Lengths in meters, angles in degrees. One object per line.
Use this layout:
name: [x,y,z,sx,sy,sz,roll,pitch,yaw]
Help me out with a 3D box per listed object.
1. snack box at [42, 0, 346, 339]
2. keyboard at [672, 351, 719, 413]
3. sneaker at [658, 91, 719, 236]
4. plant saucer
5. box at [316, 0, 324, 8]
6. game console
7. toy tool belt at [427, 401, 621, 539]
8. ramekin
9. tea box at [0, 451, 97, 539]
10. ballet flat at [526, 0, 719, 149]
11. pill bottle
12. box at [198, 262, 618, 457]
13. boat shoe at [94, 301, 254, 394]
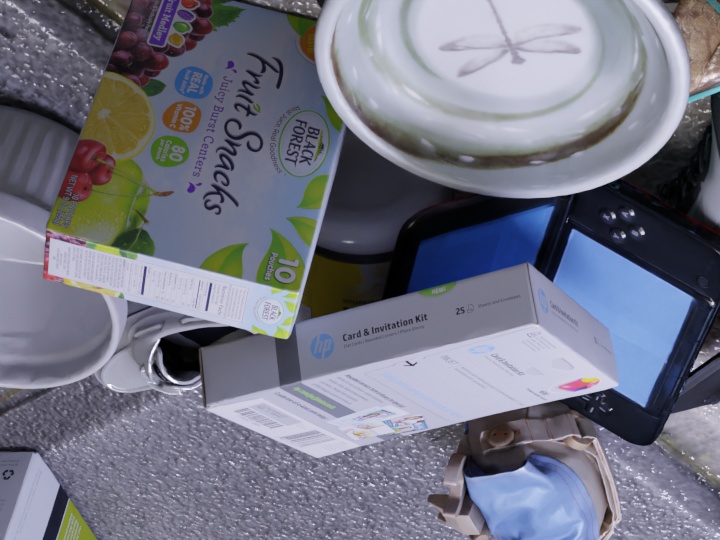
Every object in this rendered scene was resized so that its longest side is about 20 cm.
snack box: [-0.084,-0.067,1.080,0.142,0.200,0.053,15,142,-2]
keyboard: [0.275,0.040,1.215,0.127,0.021,0.200,-8,158,-37]
sneaker: [0.212,-0.040,1.135,0.079,0.074,0.200,8,143,14]
plant saucer: [0.077,-0.120,1.016,0.200,0.050,0.200,8,143,6]
box: [0.037,-0.191,1.015,0.160,0.044,0.200,-10,137,28]
game console: [0.110,0.040,1.159,0.172,0.119,0.200,31,142,14]
toy tool belt: [0.109,0.149,1.364,0.125,0.123,0.200,-11,136,28]
ramekin: [-0.244,-0.021,1.267,0.200,0.105,0.200,8,143,6]
tea box: [-0.346,0.261,1.633,0.200,0.134,0.197,-1,140,18]
ballet flat: [0.129,-0.110,1.089,0.200,0.071,0.065,-23,104,34]
pill bottle: [0.000,0.000,1.214,0.112,0.112,0.200,9,143,6]
box: [0.031,0.056,1.096,0.200,0.041,0.156,-14,160,20]
boat shoe: [-0.134,0.053,1.360,0.074,0.065,0.200,32,139,-23]
